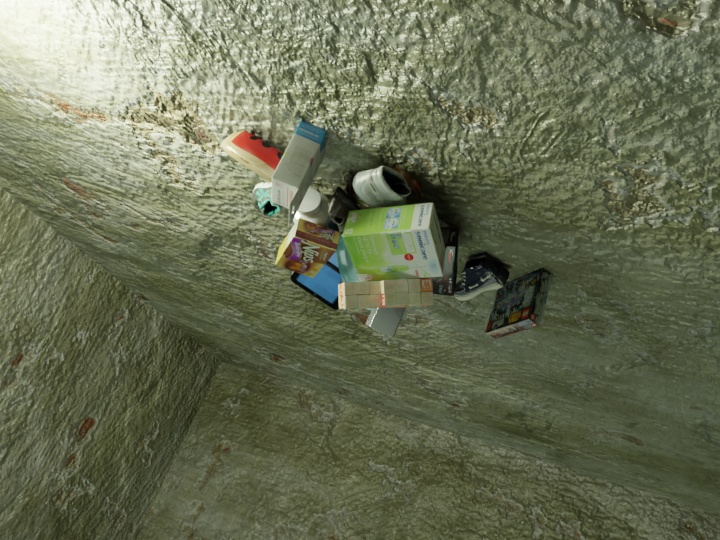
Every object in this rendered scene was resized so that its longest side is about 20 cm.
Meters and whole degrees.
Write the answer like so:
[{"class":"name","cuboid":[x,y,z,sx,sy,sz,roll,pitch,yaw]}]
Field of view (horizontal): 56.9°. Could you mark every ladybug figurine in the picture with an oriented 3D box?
[{"class":"ladybug figurine","cuboid":[-0.239,-0.270,1.579,0.198,0.073,0.136,33,-176,13]}]

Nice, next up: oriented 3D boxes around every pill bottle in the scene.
[{"class":"pill bottle","cuboid":[-0.119,-0.131,1.752,0.109,0.112,0.201,17,156,16]}]

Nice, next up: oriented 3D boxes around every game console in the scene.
[{"class":"game console","cuboid":[-0.085,0.018,2.033,0.199,0.120,0.170,34,156,-23]}]

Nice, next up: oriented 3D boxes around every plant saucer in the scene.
[{"class":"plant saucer","cuboid":[0.000,0.000,1.663,0.200,0.027,0.203,44,147,39]}]

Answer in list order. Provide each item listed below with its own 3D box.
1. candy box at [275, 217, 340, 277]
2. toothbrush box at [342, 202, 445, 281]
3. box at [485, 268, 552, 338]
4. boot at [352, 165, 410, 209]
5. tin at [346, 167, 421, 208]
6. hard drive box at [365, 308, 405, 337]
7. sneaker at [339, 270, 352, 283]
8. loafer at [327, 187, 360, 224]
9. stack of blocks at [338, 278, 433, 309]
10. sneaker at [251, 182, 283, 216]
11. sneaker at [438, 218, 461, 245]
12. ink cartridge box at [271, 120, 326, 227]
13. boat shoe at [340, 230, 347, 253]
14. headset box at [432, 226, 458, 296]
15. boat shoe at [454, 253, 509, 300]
[{"class":"candy box","cuboid":[-0.139,-0.055,1.720,0.115,0.057,0.200,19,154,-15]},{"class":"toothbrush box","cuboid":[0.077,-0.059,1.463,0.196,0.087,0.147,-4,134,18]},{"class":"box","cuboid":[0.397,0.087,1.677,0.039,0.139,0.200,25,157,-13]},{"class":"boot","cuboid":[0.077,-0.153,1.466,0.095,0.075,0.199,-10,144,44]},{"class":"tin","cuboid":[0.055,-0.189,1.548,0.198,0.042,0.112,1,144,42]},{"class":"hard drive box","cuboid":[0.083,0.104,1.935,0.076,0.158,0.200,24,176,-2]},{"class":"sneaker","cuboid":[0.010,0.019,1.847,0.198,0.140,0.078,0,-133,-52]},{"class":"loafer","cuboid":[-0.048,-0.150,1.624,0.073,0.071,0.200,46,-178,12]},{"class":"stack of blocks","cuboid":[0.055,0.054,1.504,0.196,0.060,0.115,-1,175,-11]},{"class":"sneaker","cuboid":[-0.250,-0.186,1.786,0.077,0.092,0.199,35,155,-23]},{"class":"sneaker","cuboid":[0.149,-0.082,1.655,0.114,0.073,0.199,37,144,-21]},{"class":"ink cartridge box","cuboid":[-0.145,-0.214,1.478,0.067,0.203,0.115,22,158,2]},{"class":"boat shoe","cuboid":[-0.024,-0.070,1.812,0.070,0.071,0.200,43,177,7]},{"class":"headset box","cuboid":[0.132,-0.029,1.587,0.196,0.078,0.151,6,129,11]},{"class":"boat shoe","cuboid":[0.289,0.013,1.726,0.092,0.075,0.199,39,146,-18]}]
